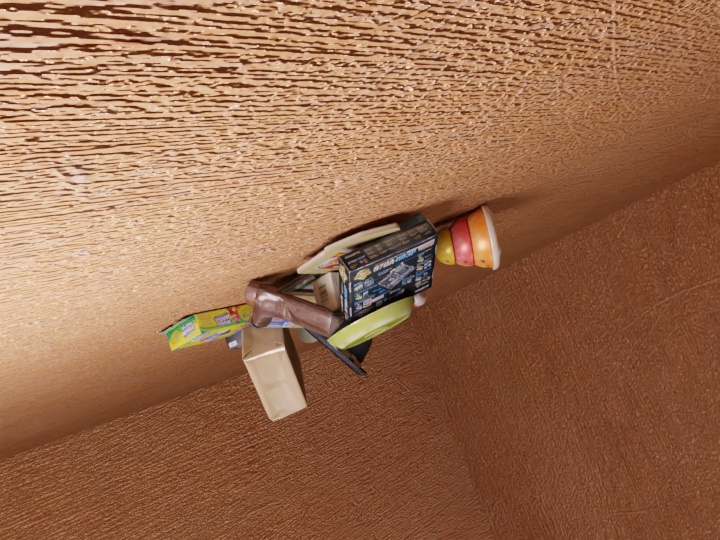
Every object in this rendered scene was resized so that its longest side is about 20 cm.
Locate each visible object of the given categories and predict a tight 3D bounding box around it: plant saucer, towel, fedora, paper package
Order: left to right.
[{"bbox_3d":[-0.209,0.214,1.558,0.101,0.203,0.192,-17,-146,-1],"label":"paper package"},{"bbox_3d":[-0.098,0.060,1.462,0.148,0.031,0.199,-29,149,24],"label":"towel"},{"bbox_3d":[-0.040,0.145,1.458,0.092,0.200,0.201,-50,175,-9],"label":"fedora"},{"bbox_3d":[0.028,0.111,1.310,0.197,0.032,0.200,-26,171,-4],"label":"plant saucer"},{"bbox_3d":[0.118,-0.087,1.400,0.069,0.019,0.200,-24,172,13],"label":"plant saucer"}]

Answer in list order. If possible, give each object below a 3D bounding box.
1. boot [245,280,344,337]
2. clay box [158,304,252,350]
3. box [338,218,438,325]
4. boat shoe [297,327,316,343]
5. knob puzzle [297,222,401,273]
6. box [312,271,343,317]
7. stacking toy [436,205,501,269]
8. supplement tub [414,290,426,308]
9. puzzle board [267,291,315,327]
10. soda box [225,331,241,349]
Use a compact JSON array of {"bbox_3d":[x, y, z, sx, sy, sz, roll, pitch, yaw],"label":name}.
[{"bbox_3d":[-0.128,0.100,1.312,0.196,0.065,0.187,17,159,7],"label":"boot"},{"bbox_3d":[-0.337,0.126,1.438,0.114,0.048,0.198,-29,170,35],"label":"clay box"},{"bbox_3d":[0.053,0.005,1.246,0.197,0.046,0.161,-24,143,-19],"label":"box"},{"bbox_3d":[-0.100,0.105,1.651,0.202,0.071,0.068,-60,-173,31],"label":"boat shoe"},{"bbox_3d":[-0.004,-0.050,1.258,0.215,0.031,0.220,-19,165,-5],"label":"knob puzzle"},{"bbox_3d":[-0.001,0.053,1.372,0.197,0.084,0.068,1,159,-41],"label":"box"},{"bbox_3d":[0.216,-0.059,1.491,0.196,0.150,0.146,-12,173,8],"label":"stacking toy"},{"bbox_3d":[0.065,0.060,1.735,0.197,0.143,0.140,-25,171,19],"label":"supplement tub"},{"bbox_3d":[-0.113,0.088,1.457,0.196,0.018,0.151,3,147,-31],"label":"puzzle board"},{"bbox_3d":[-0.252,0.138,1.672,0.197,0.064,0.071,-23,171,7],"label":"soda box"}]
